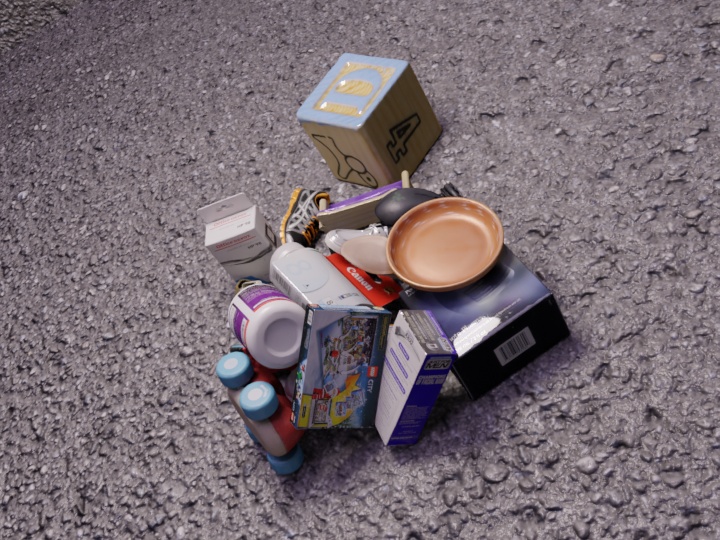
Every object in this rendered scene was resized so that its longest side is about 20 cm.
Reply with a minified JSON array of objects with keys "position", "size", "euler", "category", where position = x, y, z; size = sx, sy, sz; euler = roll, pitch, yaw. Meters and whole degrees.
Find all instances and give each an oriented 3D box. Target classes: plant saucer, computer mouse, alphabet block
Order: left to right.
[{"position":[0.021,-0.311,1.894],"size":[0.195,0.200,0.197],"euler":[20,65,40],"category":"alphabet block"},{"position":[0.123,-0.128,1.708],"size":[0.200,0.053,0.139],"euler":[-7,42,-24],"category":"computer mouse"},{"position":[0.143,-0.040,1.515],"size":[0.200,0.037,0.200],"euler":[-9,49,10],"category":"plant saucer"}]

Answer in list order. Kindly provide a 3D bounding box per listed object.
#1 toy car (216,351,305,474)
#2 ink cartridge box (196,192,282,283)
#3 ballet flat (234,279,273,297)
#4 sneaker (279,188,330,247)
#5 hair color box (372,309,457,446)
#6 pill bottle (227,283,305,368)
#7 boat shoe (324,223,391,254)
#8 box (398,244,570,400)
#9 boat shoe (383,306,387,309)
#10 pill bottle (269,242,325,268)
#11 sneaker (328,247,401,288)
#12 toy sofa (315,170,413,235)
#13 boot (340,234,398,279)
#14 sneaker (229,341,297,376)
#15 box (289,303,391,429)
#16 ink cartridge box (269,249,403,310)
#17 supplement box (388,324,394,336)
[{"position":[-0.113,0.209,1.552],"size":[0.200,0.185,0.177],"euler":[-31,42,-16],"category":"toy car"},{"position":[-0.236,-0.055,1.823],"size":[0.116,0.200,0.067],"euler":[-19,47,15],"category":"ink cartridge box"},{"position":[-0.191,0.056,1.768],"size":[0.071,0.071,0.200],"euler":[-50,33,-16],"category":"ballet flat"},{"position":[-0.115,-0.098,1.882],"size":[0.077,0.078,0.200],"euler":[-3,52,17],"category":"sneaker"},{"position":[0.077,0.174,1.455],"size":[0.065,0.200,0.109],"euler":[1,37,-26],"category":"hair color box"},{"position":[-0.158,0.087,1.520],"size":[0.112,0.113,0.200],"euler":[-42,22,-8],"category":"pill bottle"},{"position":[0.036,-0.054,1.676],"size":[0.200,0.069,0.072],"euler":[15,31,-12],"category":"boat shoe"},{"position":[0.203,0.070,1.514],"size":[0.200,0.123,0.198],"euler":[-35,42,-1],"category":"box"},{"position":[-0.010,0.134,1.621],"size":[0.072,0.068,0.200],"euler":[11,60,37],"category":"boat shoe"},{"position":[-0.091,0.025,1.732],"size":[0.113,0.113,0.200],"euler":[-42,44,-8],"category":"pill bottle"},{"position":[0.000,0.000,1.722],"size":[0.071,0.083,0.200],"euler":[-43,45,-9],"category":"sneaker"},{"position":[0.011,-0.135,1.822],"size":[0.200,0.098,0.083],"euler":[-17,47,18],"category":"toy sofa"},{"position":[0.079,-0.006,1.632],"size":[0.200,0.146,0.070],"euler":[13,82,25],"category":"boot"},{"position":[-0.149,0.150,1.703],"size":[0.200,0.079,0.096],"euler":[-1,35,25],"category":"sneaker"},{"position":[-0.033,0.156,1.454],"size":[0.038,0.136,0.200],"euler":[30,114,61],"category":"box"},{"position":[-0.037,0.016,1.606],"size":[0.200,0.047,0.160],"euler":[-24,53,-33],"category":"ink cartridge box"},{"position":[0.003,0.138,1.535],"size":[0.200,0.067,0.069],"euler":[1,32,-25],"category":"supplement box"}]
